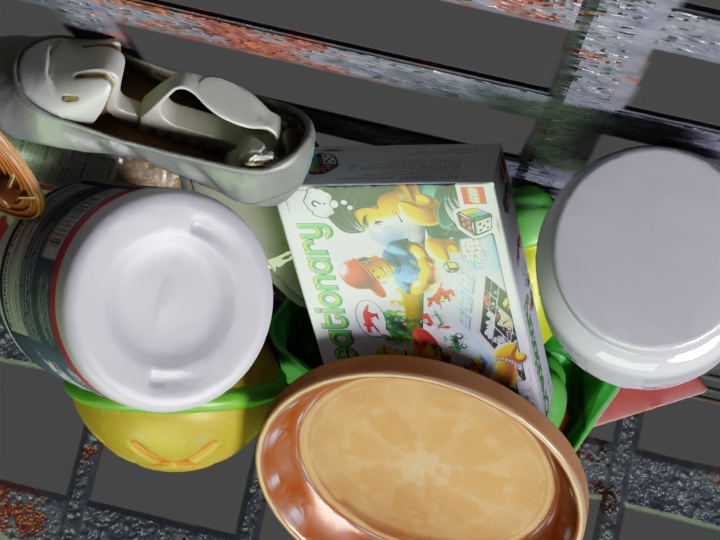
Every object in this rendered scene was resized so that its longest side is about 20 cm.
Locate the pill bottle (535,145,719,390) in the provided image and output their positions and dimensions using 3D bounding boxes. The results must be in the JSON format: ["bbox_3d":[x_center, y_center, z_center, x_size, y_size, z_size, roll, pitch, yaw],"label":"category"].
[{"bbox_3d":[0.144,-0.001,1.223,0.113,0.114,0.200,13,176,6],"label":"pill bottle"}]

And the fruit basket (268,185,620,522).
[{"bbox_3d":[0.062,0.039,1.513,0.215,0.156,0.216,30,153,17],"label":"fruit basket"}]

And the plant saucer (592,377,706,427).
[{"bbox_3d":[0.109,0.066,1.744,0.199,0.037,0.200,-14,-160,-27],"label":"plant saucer"}]

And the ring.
[{"bbox_3d":[-0.252,-0.090,1.318,0.200,0.019,0.201,36,165,11],"label":"ring"}]

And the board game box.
[{"bbox_3d":[0.033,0.012,1.393,0.126,0.035,0.200,0,135,16],"label":"board game box"}]

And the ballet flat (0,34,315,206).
[{"bbox_3d":[-0.118,-0.091,1.285,0.199,0.068,0.064,18,147,-10],"label":"ballet flat"}]

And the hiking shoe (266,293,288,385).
[{"bbox_3d":[-0.028,0.106,1.690,0.100,0.201,0.076,-16,163,-20],"label":"hiking shoe"}]

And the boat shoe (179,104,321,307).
[{"bbox_3d":[-0.052,-0.054,1.417,0.074,0.066,0.199,-26,141,16],"label":"boat shoe"}]

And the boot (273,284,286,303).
[{"bbox_3d":[0.000,0.000,1.669,0.097,0.200,0.075,-29,179,-36],"label":"boot"}]

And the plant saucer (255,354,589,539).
[{"bbox_3d":[0.037,0.121,1.452,0.199,0.032,0.201,10,135,10],"label":"plant saucer"}]

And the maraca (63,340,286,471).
[{"bbox_3d":[-0.115,0.066,1.531,0.137,0.107,0.200,3,-173,-3],"label":"maraca"}]

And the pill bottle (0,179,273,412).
[{"bbox_3d":[-0.136,0.009,1.370,0.119,0.120,0.200,15,178,-23],"label":"pill bottle"}]

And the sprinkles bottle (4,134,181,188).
[{"bbox_3d":[-0.170,-0.080,1.457,0.199,0.069,0.068,14,176,-14],"label":"sprinkles bottle"}]

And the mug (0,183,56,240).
[{"bbox_3d":[-0.228,-0.060,1.533,0.199,0.178,0.133,-4,165,-24],"label":"mug"}]
